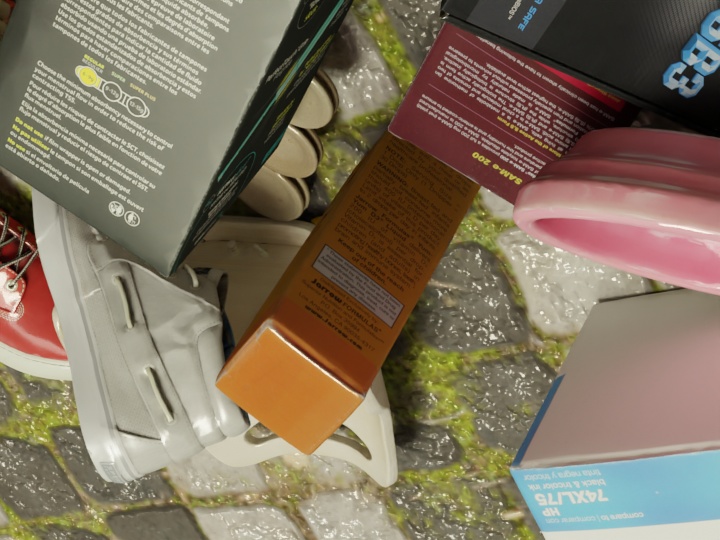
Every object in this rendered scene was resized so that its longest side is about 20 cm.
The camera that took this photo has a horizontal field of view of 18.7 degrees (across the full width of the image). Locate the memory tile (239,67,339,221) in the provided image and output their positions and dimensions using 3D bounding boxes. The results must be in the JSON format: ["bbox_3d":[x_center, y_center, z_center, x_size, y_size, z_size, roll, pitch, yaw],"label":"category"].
[{"bbox_3d":[-0.107,-0.109,1.219,0.199,0.017,0.154,29,150,6],"label":"memory tile"}]

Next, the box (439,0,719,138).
[{"bbox_3d":[0.163,-0.151,0.946,0.197,0.050,0.200,23,136,-12],"label":"box"}]

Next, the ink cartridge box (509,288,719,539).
[{"bbox_3d":[0.202,0.130,1.174,0.145,0.147,0.201,-10,120,34],"label":"ink cartridge box"}]

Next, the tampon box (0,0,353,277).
[{"bbox_3d":[-0.080,-0.134,1.052,0.126,0.150,0.201,32,126,3],"label":"tampon box"}]

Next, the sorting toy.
[{"bbox_3d":[-0.053,0.062,1.307,0.198,0.107,0.181,5,135,26],"label":"sorting toy"}]

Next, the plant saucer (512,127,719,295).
[{"bbox_3d":[0.173,-0.024,1.034,0.199,0.051,0.201,13,174,1],"label":"plant saucer"}]

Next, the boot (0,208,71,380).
[{"bbox_3d":[-0.224,-0.016,1.337,0.199,0.073,0.145,21,145,16],"label":"boot"}]

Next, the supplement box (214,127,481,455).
[{"bbox_3d":[0.000,0.000,1.144,0.069,0.201,0.067,35,135,-7],"label":"supplement box"}]

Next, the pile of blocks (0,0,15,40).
[{"bbox_3d":[-0.220,-0.157,1.174,0.082,0.202,0.062,-19,152,29],"label":"pile of blocks"}]

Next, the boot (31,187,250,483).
[{"bbox_3d":[-0.118,0.013,1.209,0.095,0.201,0.074,-18,160,5],"label":"boot"}]

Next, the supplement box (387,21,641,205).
[{"bbox_3d":[0.103,-0.123,1.081,0.108,0.061,0.200,32,134,1],"label":"supplement box"}]

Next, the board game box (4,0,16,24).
[{"bbox_3d":[-0.197,-0.109,1.253,0.199,0.035,0.136,27,150,11],"label":"board game box"}]
